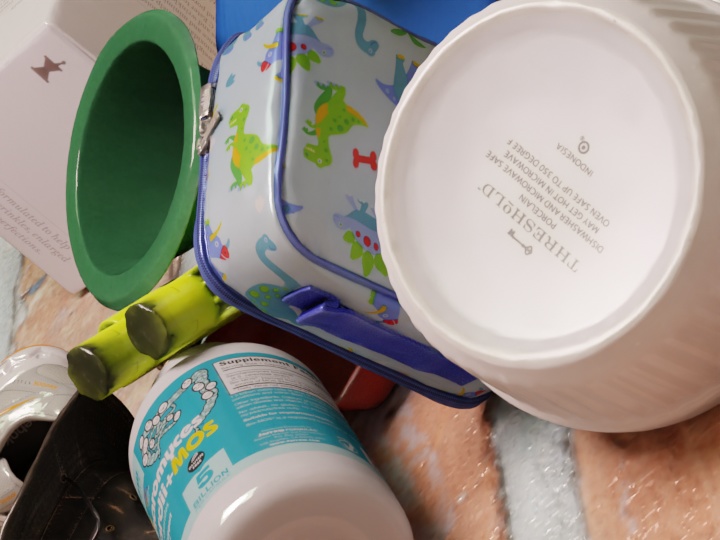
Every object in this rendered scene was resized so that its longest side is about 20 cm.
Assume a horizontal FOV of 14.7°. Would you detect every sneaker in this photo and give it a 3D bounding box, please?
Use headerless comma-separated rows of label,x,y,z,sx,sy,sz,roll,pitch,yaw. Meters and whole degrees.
sneaker,-0.241,0.138,1.745,0.200,0.076,0.092,-51,27,2

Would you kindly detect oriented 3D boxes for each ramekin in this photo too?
ramekin,0.097,-0.032,1.215,0.201,0.094,0.204,-5,80,30

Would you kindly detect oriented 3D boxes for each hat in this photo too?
hat,-0.123,0.156,1.461,0.080,0.201,0.201,6,49,16
hat,-0.063,-0.059,1.631,0.166,0.175,0.201,-53,40,37

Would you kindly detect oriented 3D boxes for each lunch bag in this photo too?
lunch bag,0.013,-0.030,1.346,0.082,0.199,0.162,-28,49,43

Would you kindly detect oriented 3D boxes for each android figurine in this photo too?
android figurine,-0.064,0.000,1.475,0.200,0.041,0.182,-35,0,-40

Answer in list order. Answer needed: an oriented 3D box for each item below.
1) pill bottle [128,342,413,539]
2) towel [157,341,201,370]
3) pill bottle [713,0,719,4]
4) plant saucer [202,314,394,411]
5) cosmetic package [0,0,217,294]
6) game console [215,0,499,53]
pill bottle,-0.051,0.106,1.376,0.111,0.111,0.200,-48,27,6
towel,-0.062,-0.025,1.640,0.201,0.022,0.147,-60,-1,-4
pill bottle,0.160,-0.095,1.310,0.200,0.104,0.105,-34,28,36
plant saucer,0.000,0.000,1.550,0.200,0.037,0.200,-59,23,-17
cosmetic package,-0.187,-0.131,1.924,0.165,0.165,0.201,-36,26,31
game console,0.023,-0.185,1.529,0.199,0.119,0.171,19,60,34
